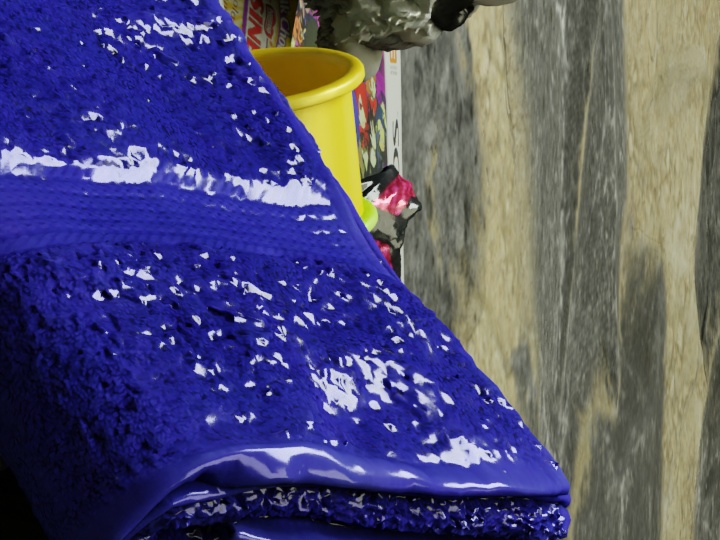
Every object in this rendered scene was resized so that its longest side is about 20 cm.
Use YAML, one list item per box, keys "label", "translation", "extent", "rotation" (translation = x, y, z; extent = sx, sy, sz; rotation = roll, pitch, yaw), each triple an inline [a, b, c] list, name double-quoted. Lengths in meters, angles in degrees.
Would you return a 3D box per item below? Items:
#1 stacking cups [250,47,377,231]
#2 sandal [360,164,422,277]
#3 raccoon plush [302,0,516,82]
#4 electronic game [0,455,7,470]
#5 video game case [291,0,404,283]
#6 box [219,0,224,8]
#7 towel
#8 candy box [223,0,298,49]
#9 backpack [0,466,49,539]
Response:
- label: "stacking cups"
  translation: [-0.021, 0.044, 0.789]
  extent: [0.061, 0.060, 0.201]
  rotation: [-51, 139, -65]
- label: "sandal"
  translation: [0.000, 0.000, 0.948]
  extent: [0.200, 0.045, 0.075]
  rotation: [72, 29, -63]
- label: "raccoon plush"
  translation: [-0.024, -0.147, 0.896]
  extent: [0.097, 0.200, 0.134]
  rotation: [-49, 180, -32]
- label: "electronic game"
  translation: [-0.094, 0.142, 0.799]
  extent: [0.200, 0.041, 0.201]
  rotation: [-6, 90, -80]
- label: "video game case"
  translation: [-0.025, -0.014, 1.048]
  extent: [0.200, 0.036, 0.182]
  rotation: [-4, 93, -74]
- label: "box"
  translation: [-0.068, -0.038, 0.802]
  extent: [0.110, 0.035, 0.201]
  rotation: [-37, 119, -66]
- label: "towel"
  translation: [-0.046, -0.011, 0.629]
  extent: [0.148, 0.050, 0.200]
  rotation: [13, 33, -52]
- label: "candy box"
  translation: [-0.051, -0.137, 0.919]
  extent: [0.102, 0.026, 0.201]
  rotation: [40, 50, -46]
- label: "backpack"
  translation: [-0.072, 0.154, 0.613]
  extent: [0.200, 0.154, 0.191]
  rotation: [-133, -146, -57]
